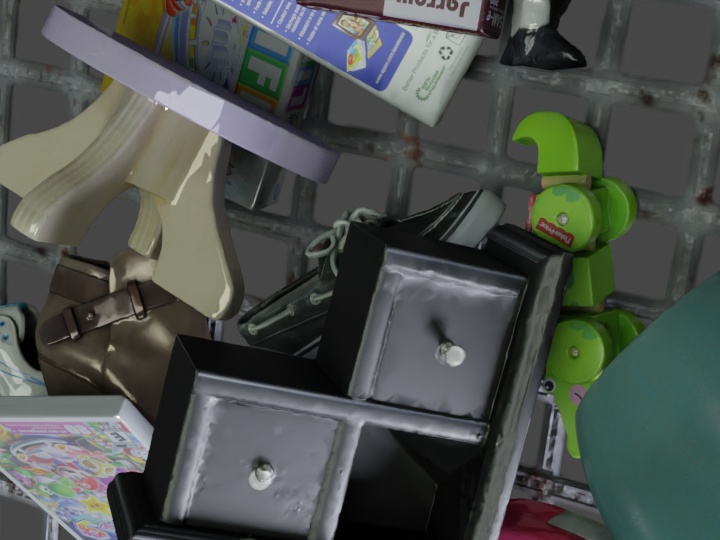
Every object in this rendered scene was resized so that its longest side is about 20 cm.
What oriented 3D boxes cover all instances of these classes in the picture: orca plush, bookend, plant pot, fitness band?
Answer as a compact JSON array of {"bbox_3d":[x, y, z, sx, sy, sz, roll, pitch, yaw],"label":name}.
[{"bbox_3d":[0.131,-0.205,0.789,0.071,0.105,0.201,8,79,-14],"label":"orca plush"},{"bbox_3d":[-0.013,0.059,0.780,0.198,0.092,0.201,13,98,-17],"label":"bookend"},{"bbox_3d":[0.208,0.094,0.751,0.161,0.200,0.201,49,117,19],"label":"plant pot"},{"bbox_3d":[0.120,0.211,0.849,0.200,0.037,0.144,10,116,58],"label":"fitness band"}]

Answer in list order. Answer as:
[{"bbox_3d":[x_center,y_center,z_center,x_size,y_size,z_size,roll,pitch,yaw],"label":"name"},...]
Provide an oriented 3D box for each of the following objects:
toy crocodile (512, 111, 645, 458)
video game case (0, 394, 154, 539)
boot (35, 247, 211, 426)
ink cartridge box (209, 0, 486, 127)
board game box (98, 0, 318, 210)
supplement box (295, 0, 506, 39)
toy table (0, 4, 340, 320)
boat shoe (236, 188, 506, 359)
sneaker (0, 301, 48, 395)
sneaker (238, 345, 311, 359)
[{"bbox_3d":[0.123,0.008,0.842,0.062,0.067,0.201,-1,98,34],"label":"toy crocodile"},{"bbox_3d":[-0.166,0.143,0.968,0.143,0.018,0.200,-3,142,27],"label":"video game case"},{"bbox_3d":[-0.124,0.056,0.978,0.199,0.070,0.147,1,86,6],"label":"boot"},{"bbox_3d":[-0.018,-0.175,0.856,0.199,0.037,0.095,29,111,-4],"label":"ink cartridge box"},{"bbox_3d":[-0.088,-0.157,0.930,0.134,0.034,0.201,25,111,19],"label":"board game box"},{"bbox_3d":[0.037,-0.233,0.781,0.108,0.061,0.201,11,99,13],"label":"supplement box"},{"bbox_3d":[-0.124,-0.063,0.859,0.200,0.184,0.117,32,97,30],"label":"toy table"},{"bbox_3d":[0.001,-0.001,0.897,0.068,0.074,0.199,49,127,-7],"label":"boat shoe"},{"bbox_3d":[-0.274,0.051,1.053,0.199,0.075,0.087,29,106,9],"label":"sneaker"},{"bbox_3d":[-0.016,0.115,0.900,0.199,0.073,0.112,16,125,-19],"label":"sneaker"}]
